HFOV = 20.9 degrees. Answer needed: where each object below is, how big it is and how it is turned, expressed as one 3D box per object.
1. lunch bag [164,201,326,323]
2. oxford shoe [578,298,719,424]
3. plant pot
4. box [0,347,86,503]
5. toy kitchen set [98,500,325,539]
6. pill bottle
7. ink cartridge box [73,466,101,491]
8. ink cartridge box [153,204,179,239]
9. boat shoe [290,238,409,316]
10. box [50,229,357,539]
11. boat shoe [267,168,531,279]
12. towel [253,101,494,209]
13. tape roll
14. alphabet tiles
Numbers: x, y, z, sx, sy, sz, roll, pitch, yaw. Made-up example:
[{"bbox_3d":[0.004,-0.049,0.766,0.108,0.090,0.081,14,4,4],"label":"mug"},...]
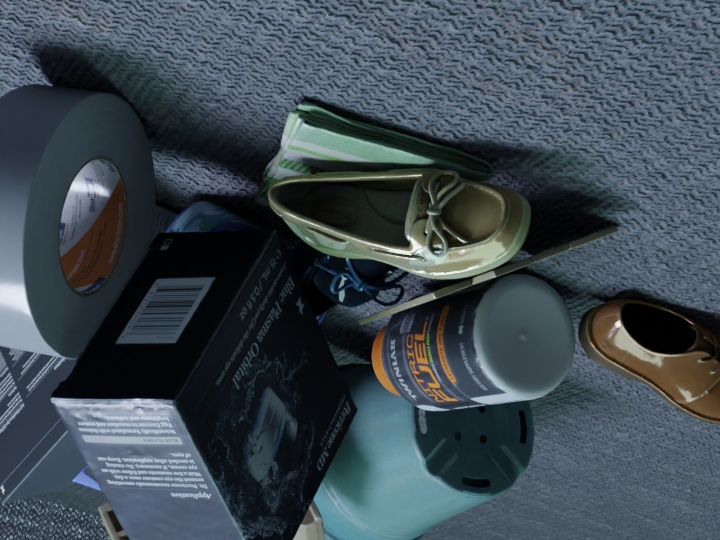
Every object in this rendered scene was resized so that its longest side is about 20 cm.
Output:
[{"bbox_3d":[-0.123,0.054,1.665,0.161,0.200,0.082,32,180,-41],"label":"lunch bag"},{"bbox_3d":[0.283,0.077,1.619,0.199,0.072,0.071,21,157,-14],"label":"oxford shoe"},{"bbox_3d":[0.057,0.168,1.921,0.200,0.201,0.196,23,153,-26],"label":"plant pot"},{"bbox_3d":[-0.294,0.110,1.856,0.079,0.141,0.200,-5,151,-42],"label":"box"},{"bbox_3d":[-0.147,0.226,1.867,0.180,0.163,0.200,-24,150,-13],"label":"toy kitchen set"},{"bbox_3d":[0.088,0.067,1.685,0.106,0.107,0.200,23,161,-25],"label":"pill bottle"},{"bbox_3d":[-0.238,0.126,1.991,0.136,0.201,0.076,21,162,-19],"label":"ink cartridge box"},{"bbox_3d":[-0.260,-0.028,1.722,0.200,0.086,0.147,24,160,-22],"label":"ink cartridge box"},{"bbox_3d":[0.000,0.000,1.533,0.084,0.069,0.200,17,161,-14],"label":"boat shoe"},{"bbox_3d":[-0.114,0.104,1.512,0.117,0.197,0.200,-1,130,28],"label":"box"},{"bbox_3d":[0.026,-0.041,1.395,0.200,0.073,0.063,9,168,36],"label":"boat shoe"},{"bbox_3d":[0.004,-0.068,1.476,0.152,0.023,0.200,16,162,-8],"label":"towel"},{"bbox_3d":[-0.228,-0.037,1.463,0.066,0.201,0.200,9,162,21],"label":"tape roll"},{"bbox_3d":[0.096,0.005,1.480,0.166,0.006,0.200,-19,178,-26],"label":"alphabet tiles"}]
